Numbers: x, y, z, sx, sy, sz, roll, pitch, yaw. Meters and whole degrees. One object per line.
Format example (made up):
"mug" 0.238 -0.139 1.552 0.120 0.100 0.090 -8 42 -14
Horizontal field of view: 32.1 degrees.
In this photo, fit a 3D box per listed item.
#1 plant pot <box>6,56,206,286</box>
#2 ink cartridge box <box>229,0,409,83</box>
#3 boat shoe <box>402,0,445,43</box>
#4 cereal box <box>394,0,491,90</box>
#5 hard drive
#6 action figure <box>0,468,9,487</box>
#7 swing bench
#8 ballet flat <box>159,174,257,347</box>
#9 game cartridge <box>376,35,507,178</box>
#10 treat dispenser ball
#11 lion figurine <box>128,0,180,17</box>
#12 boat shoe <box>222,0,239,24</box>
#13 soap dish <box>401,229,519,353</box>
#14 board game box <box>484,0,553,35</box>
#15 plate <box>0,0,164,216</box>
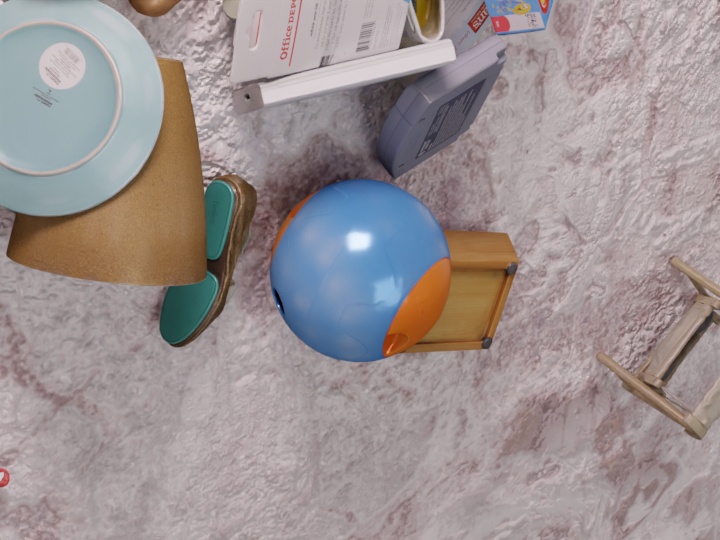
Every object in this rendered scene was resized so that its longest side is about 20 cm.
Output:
"plant pot" -0.225 -0.102 1.165 0.186 0.186 0.200 1 101 -39
"ink cartridge box" -0.049 -0.255 1.181 0.200 0.068 0.116 -19 139 -33
"boat shoe" 0.058 -0.318 1.244 0.074 0.086 0.202 -21 125 -25
"cereal box" 0.054 -0.292 1.348 0.144 0.040 0.200 -51 136 -2
"hard drive" -0.019 -0.194 1.261 0.200 0.132 0.026 -16 98 -16
"action figure" -0.438 0.240 1.250 0.200 0.099 0.065 -11 124 -37
"swing bench" 0.498 0.125 1.857 0.199 0.200 0.130 -50 136 -1
"ballet flat" -0.156 -0.009 1.351 0.072 0.068 0.200 -6 118 -59
"game cartridge" 0.082 -0.174 1.378 0.133 0.041 0.200 -37 170 -20
"treat dispenser ball" 0.000 0.000 1.375 0.201 0.201 0.201 -20 128 -28
"lion figurine" -0.205 -0.274 1.129 0.123 0.072 0.200 -48 140 7
"boat shoe" -0.058 -0.320 1.227 0.201 0.070 0.071 -55 146 9
"soap dish" 0.098 0.028 1.557 0.200 0.081 0.158 1 116 -38
"board game box" 0.160 -0.383 1.291 0.200 0.056 0.196 62 37 -44
"plate" -0.271 -0.147 1.084 0.200 0.200 0.026 -49 174 -3
